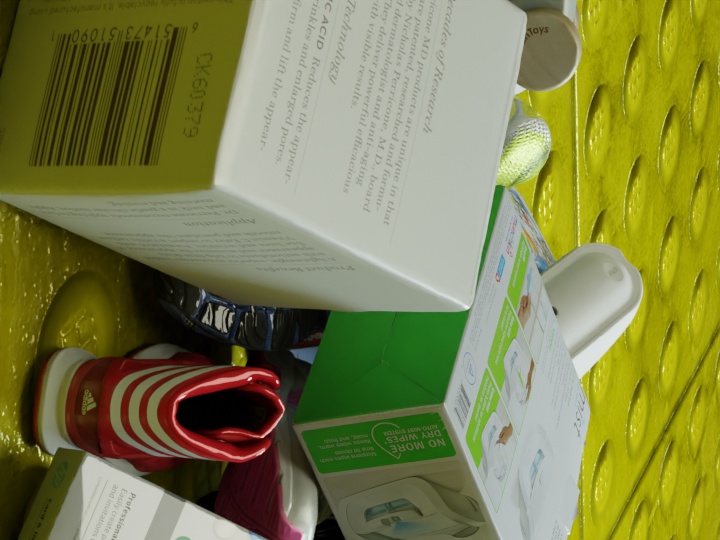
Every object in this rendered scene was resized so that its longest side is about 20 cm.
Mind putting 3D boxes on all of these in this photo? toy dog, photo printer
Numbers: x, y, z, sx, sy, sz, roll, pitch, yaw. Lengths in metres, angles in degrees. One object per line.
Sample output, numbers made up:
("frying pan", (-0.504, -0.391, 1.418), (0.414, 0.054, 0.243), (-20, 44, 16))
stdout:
("toy dog", (0.085, -0.206, 1.363), (0.132, 0.096, 0.201), (43, 45, -83))
("photo printer", (0.102, 0.069, 1.528), (0.200, 0.069, 0.167), (-34, 168, -44))

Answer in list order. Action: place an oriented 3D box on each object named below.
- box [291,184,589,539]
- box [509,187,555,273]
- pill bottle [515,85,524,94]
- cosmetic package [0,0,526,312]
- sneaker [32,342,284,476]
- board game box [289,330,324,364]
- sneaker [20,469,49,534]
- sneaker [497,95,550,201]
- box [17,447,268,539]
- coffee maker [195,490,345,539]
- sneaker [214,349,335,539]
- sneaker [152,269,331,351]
("box", (0.055, 0.083, 1.283), (0.200, 0.096, 0.177), (-72, 146, -49))
("box", (0.110, -0.020, 1.674), (0.137, 0.038, 0.200), (65, 10, 23))
("pill bottle", (0.068, -0.221, 1.493), (0.116, 0.116, 0.201), (-51, 142, -54))
("cosmetic package", (-0.049, -0.085, 1.099), (0.200, 0.164, 0.166), (26, 72, -48))
("sneaker", (-0.083, 0.083, 1.202), (0.200, 0.115, 0.079), (-1, 98, -68))
("board game box", (-0.003, 0.121, 1.446), (0.019, 0.102, 0.201), (-93, 176, -55))
("sneaker", (-0.108, 0.185, 1.185), (0.070, 0.108, 0.201), (-62, 151, -43))
("sneaker", (0.050, -0.047, 1.560), (0.076, 0.105, 0.200), (20, 112, -47))
("box", (-0.095, 0.202, 1.131), (0.199, 0.041, 0.157), (30, 75, -26))
("coffee maker", (-0.042, 0.237, 1.339), (0.192, 0.134, 0.201), (-28, 122, -64))
("sneaker", (-0.029, 0.105, 1.285), (0.200, 0.088, 0.082), (-90, -156, -64))
("sneaker", (-0.059, 0.012, 1.302), (0.200, 0.078, 0.076), (5, 81, -57))
